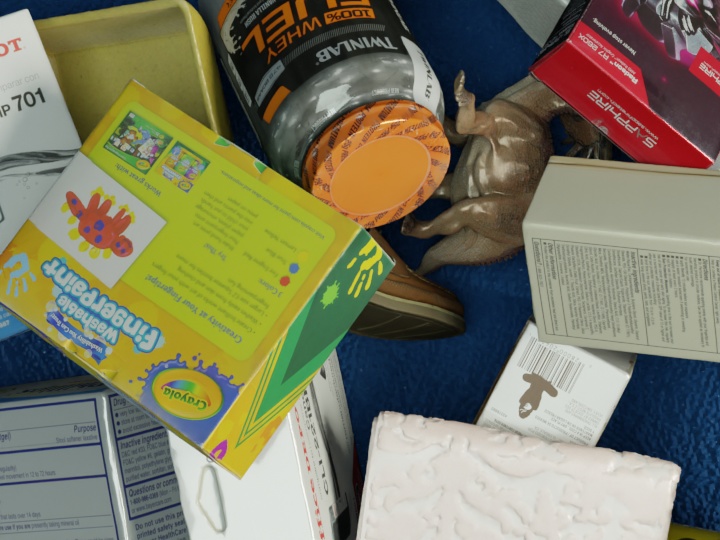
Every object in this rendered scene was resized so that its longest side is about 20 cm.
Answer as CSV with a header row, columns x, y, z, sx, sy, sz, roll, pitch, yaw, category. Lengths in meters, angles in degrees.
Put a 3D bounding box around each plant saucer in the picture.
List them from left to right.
x,y,z,sx,sy,sz,roll,pitch,yaw,category
-0.151,-0.082,1.723,0.199,0.048,0.201,-3,104,41,plant saucer

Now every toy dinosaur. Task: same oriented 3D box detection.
x,y,z,sx,sy,sz,roll,pitch,yaw,category
0.103,-0.065,1.707,0.135,0.086,0.201,17,108,-11,toy dinosaur

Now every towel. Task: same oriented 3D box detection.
x,y,z,sx,sy,sz,roll,pitch,yaw,category
0.094,0.198,1.636,0.199,0.032,0.192,9,97,9,towel

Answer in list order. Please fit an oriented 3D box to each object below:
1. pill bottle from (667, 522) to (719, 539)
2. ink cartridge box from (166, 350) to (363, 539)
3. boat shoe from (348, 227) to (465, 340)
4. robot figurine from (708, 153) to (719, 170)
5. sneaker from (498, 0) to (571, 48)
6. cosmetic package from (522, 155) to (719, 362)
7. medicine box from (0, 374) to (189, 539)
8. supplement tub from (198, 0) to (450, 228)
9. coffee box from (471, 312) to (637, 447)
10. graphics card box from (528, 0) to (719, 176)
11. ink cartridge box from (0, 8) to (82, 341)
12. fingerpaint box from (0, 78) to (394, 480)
x,y,z,sx,sy,sz,roll,pitch,yaw,category
0.228,0.229,1.686,0.199,0.114,0.115,9,96,9,pill bottle
-0.058,0.132,1.685,0.083,0.200,0.145,-11,92,11,ink cartridge box
0.000,0.000,1.686,0.072,0.200,0.068,-15,68,38,boat shoe
0.263,-0.028,1.661,0.200,0.113,0.170,33,81,6,robot figurine
0.132,-0.211,1.676,0.200,0.071,0.099,41,68,10,sneaker
0.208,-0.004,1.573,0.199,0.073,0.104,6,133,19,cosmetic package
-0.191,0.176,1.728,0.182,0.103,0.201,-8,93,37,medicine box
-0.021,-0.130,1.658,0.122,0.123,0.200,-36,51,10,supplement tub
0.105,0.132,1.702,0.080,0.114,0.201,28,99,6,coffee box
0.203,-0.164,1.623,0.125,0.051,0.200,38,55,-10,graphics card box
-0.258,-0.053,1.683,0.146,0.086,0.201,-23,94,-26,ink cartridge box
-0.108,0.004,1.579,0.200,0.073,0.167,32,82,28,fingerpaint box
